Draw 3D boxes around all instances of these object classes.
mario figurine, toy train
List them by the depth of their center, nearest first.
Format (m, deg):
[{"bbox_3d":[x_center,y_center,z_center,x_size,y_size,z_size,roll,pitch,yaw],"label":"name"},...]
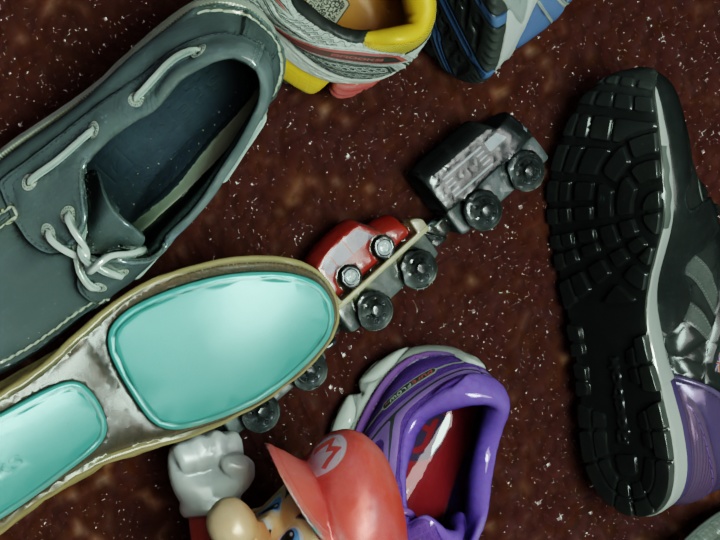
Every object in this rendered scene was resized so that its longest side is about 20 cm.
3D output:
[{"bbox_3d":[-0.066,0.139,1.040,0.123,0.106,0.200,44,100,13],"label":"mario figurine"},{"bbox_3d":[0.000,0.000,1.116,0.200,0.034,0.046,-42,107,-14],"label":"toy train"}]

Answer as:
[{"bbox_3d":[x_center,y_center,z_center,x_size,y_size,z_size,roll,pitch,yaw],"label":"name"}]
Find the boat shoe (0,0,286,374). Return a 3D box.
[{"bbox_3d":[-0.107,-0.027,1.029,0.200,0.062,0.073,-45,111,8],"label":"boat shoe"}]

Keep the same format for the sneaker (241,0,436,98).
[{"bbox_3d":[-0.049,-0.150,1.052,0.200,0.082,0.078,33,70,-21],"label":"sneaker"}]

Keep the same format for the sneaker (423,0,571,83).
[{"bbox_3d":[0.068,-0.170,1.072,0.077,0.200,0.076,-32,65,-29],"label":"sneaker"}]

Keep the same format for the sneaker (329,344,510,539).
[{"bbox_3d":[0.006,0.127,1.103,0.080,0.083,0.201,21,87,-23],"label":"sneaker"}]

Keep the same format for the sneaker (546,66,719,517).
[{"bbox_3d":[0.142,0.005,1.167,0.087,0.076,0.201,-12,103,-36],"label":"sneaker"}]

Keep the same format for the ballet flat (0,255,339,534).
[{"bbox_3d":[-0.105,0.046,1.056,0.200,0.063,0.069,-26,103,-12],"label":"ballet flat"}]

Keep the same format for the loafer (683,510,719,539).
[{"bbox_3d":[0.143,0.189,1.183,0.075,0.070,0.200,39,67,5],"label":"loafer"}]
